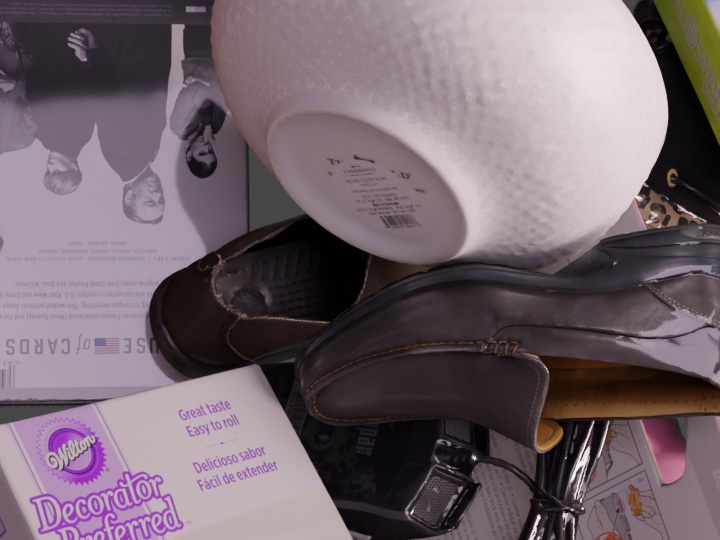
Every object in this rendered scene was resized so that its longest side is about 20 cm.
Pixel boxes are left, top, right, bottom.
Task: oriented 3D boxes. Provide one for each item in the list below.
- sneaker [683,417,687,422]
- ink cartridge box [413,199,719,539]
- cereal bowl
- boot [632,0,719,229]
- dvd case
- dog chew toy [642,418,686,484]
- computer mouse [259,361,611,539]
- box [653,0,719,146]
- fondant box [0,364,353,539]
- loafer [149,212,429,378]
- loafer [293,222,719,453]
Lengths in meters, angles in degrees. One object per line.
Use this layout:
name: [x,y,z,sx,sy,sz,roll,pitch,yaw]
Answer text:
sneaker: [0.203,0.066,0.878,0.199,0.078,0.066,28,94,-26]
ink cartridge box: [0.087,0.095,0.819,0.175,0.045,0.202,-29,61,23]
cereal bowl: [0.020,-0.064,0.759,0.199,0.200,0.084,32,61,-2]
boot: [0.120,-0.076,0.892,0.199,0.073,0.151,34,59,-9]
dvd case: [-0.129,-0.035,0.896,0.149,0.025,0.202,0,81,-8]
dog chew toy: [0.147,0.139,0.862,0.124,0.125,0.201,-28,73,-12]
computer mouse: [0.013,0.111,0.806,0.198,0.046,0.142,-1,61,25]
box: [0.213,-0.107,0.855,0.121,0.048,0.201,-9,56,-12]
fondant box: [-0.060,0.146,0.722,0.144,0.058,0.201,-11,63,-45]
loafer: [0.000,0.000,0.872,0.199,0.071,0.074,-22,84,-26]
loafer: [0.066,0.039,0.752,0.198,0.073,0.073,-15,56,17]
